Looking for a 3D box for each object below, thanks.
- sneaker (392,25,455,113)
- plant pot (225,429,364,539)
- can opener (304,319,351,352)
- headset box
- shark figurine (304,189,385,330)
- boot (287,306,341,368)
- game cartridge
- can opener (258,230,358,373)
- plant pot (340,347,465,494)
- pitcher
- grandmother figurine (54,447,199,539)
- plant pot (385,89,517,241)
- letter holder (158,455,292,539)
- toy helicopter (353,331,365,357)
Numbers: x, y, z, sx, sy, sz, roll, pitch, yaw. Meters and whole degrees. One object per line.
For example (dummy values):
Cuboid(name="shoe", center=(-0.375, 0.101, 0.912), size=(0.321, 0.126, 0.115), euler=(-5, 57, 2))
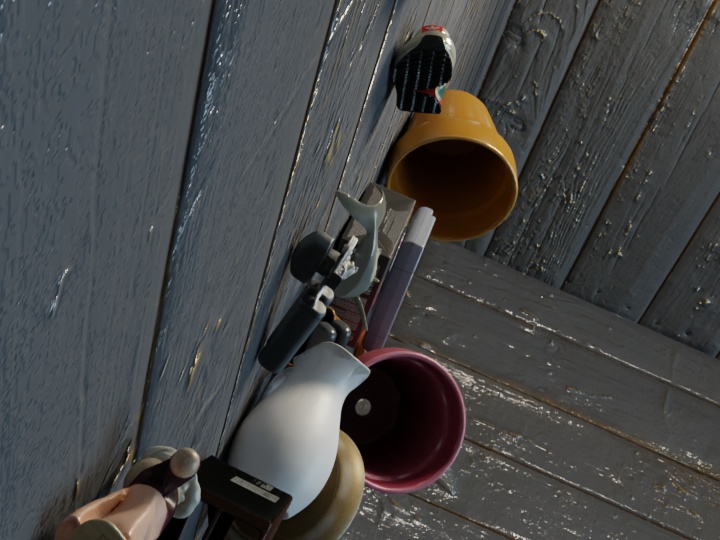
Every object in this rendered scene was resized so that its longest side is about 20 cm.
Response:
Cuboid(name="sneaker", center=(0.076, -0.258, 1.584), size=(0.200, 0.070, 0.094), euler=(90, 6, -76))
Cuboid(name="plant pot", center=(-0.091, 0.269, 1.642), size=(0.027, 0.200, 0.200), euler=(53, 55, -47))
Cuboid(name="can opener", center=(-0.055, 0.161, 1.724), size=(0.053, 0.067, 0.200), euler=(-5, 127, -44))
Cuboid(name="headset box", center=(0.000, 0.000, 1.895), size=(0.149, 0.075, 0.200), euler=(-64, 176, -51))
Cuboid(name="shark figurine", center=(-0.024, -0.004, 1.594), size=(0.215, 0.089, 0.128), euler=(124, -41, -63))
Cuboid(name="boot", center=(-0.085, 0.146, 1.789), size=(0.201, 0.071, 0.144), euler=(-60, 164, -11))
Cuboid(name="game cartridge", center=(0.053, 0.018, 1.935), size=(0.133, 0.040, 0.200), euler=(-72, -178, -59))
Cuboid(name="can opener", center=(-0.060, 0.029, 1.419), size=(0.200, 0.066, 0.053), euler=(-58, 180, 39))
Cuboid(name="plant pot", center=(0.027, 0.204, 1.915), size=(0.200, 0.200, 0.179), euler=(-66, -161, -5))
Cuboid(name="pitcher", center=(-0.091, 0.195, 1.615), size=(0.171, 0.121, 0.200), euler=(-19, -142, 55))
Cuboid(name="grandmother figurine", center=(-0.147, 0.159, 0.868), size=(0.121, 0.061, 0.200), euler=(-40, -177, 8))
Cuboid(name="plant pot", center=(0.142, -0.179, 2.075), size=(0.183, 0.200, 0.200), euler=(-85, -168, -49))
Cuboid(name="letter holder", center=(-0.149, 0.275, 1.310), size=(0.200, 0.100, 0.142), euler=(47, 69, -86))
Cuboid(name="toy helicopter", center=(-0.016, 0.037, 2.111), size=(0.200, 0.079, 0.133), euler=(-81, -179, -58))
